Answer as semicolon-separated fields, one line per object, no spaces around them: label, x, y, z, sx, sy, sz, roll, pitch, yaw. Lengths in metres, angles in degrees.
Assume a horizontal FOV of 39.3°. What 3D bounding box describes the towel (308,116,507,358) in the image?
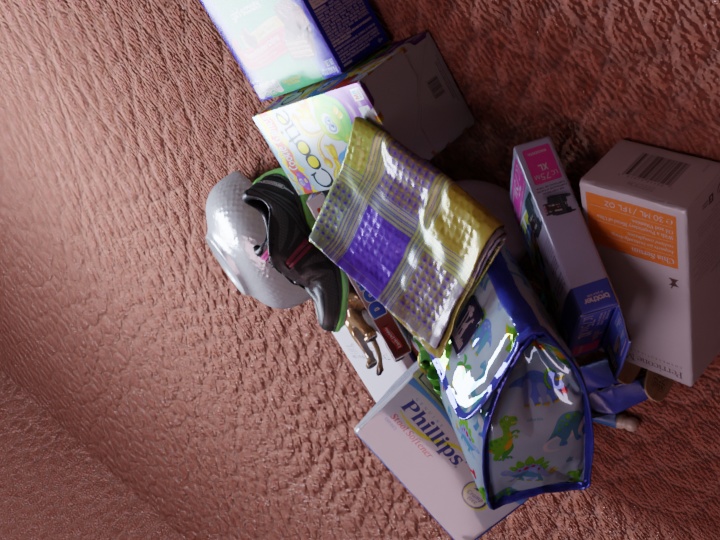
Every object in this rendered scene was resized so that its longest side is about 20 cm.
towel;0.036;-0.032;0.910;0.200;0.023;0.144;44;123;31

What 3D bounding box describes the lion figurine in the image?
lion figurine;0.000;0.046;1.236;0.123;0.072;0.200;54;160;24

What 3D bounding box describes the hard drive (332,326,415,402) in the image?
hard drive;0.042;0.145;1.406;0.132;0.025;0.200;-4;122;56

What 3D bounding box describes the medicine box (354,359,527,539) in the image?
medicine box;0.111;0.191;1.177;0.182;0.200;0.103;47;110;4

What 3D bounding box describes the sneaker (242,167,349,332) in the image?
sneaker;-0.074;-0.016;1.135;0.200;0.084;0.077;64;162;12

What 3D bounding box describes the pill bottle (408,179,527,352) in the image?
pill bottle;0.106;0.010;1.061;0.116;0.116;0.200;36;148;21

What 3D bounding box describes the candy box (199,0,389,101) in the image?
candy box;-0.088;-0.285;1.015;0.169;0.077;0.200;-3;121;56

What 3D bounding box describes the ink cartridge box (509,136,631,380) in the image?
ink cartridge box;0.182;-0.005;0.893;0.119;0.042;0.200;74;177;-67

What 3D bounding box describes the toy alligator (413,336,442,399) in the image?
toy alligator;0.084;0.095;1.037;0.059;0.054;0.200;-10;134;36

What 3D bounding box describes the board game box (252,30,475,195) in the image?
board game box;-0.002;-0.154;1.026;0.200;0.103;0.105;-4;122;55

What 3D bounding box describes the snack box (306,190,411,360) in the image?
snack box;0.000;0.000;1.112;0.200;0.024;0.072;61;-173;-12

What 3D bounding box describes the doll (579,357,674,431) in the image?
doll;0.246;0.133;1.081;0.136;0.049;0.200;30;155;-13

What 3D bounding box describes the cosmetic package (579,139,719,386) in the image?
cosmetic package;0.259;-0.005;0.881;0.101;0.071;0.200;21;142;39

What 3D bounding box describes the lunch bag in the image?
lunch bag;0.131;0.083;0.909;0.170;0.127;0.200;-111;12;-54

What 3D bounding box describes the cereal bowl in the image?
cereal bowl;-0.145;-0.028;1.339;0.200;0.083;0.200;52;168;16

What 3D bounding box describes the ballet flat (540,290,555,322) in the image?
ballet flat;0.202;0.060;1.042;0.072;0.072;0.200;42;160;12
